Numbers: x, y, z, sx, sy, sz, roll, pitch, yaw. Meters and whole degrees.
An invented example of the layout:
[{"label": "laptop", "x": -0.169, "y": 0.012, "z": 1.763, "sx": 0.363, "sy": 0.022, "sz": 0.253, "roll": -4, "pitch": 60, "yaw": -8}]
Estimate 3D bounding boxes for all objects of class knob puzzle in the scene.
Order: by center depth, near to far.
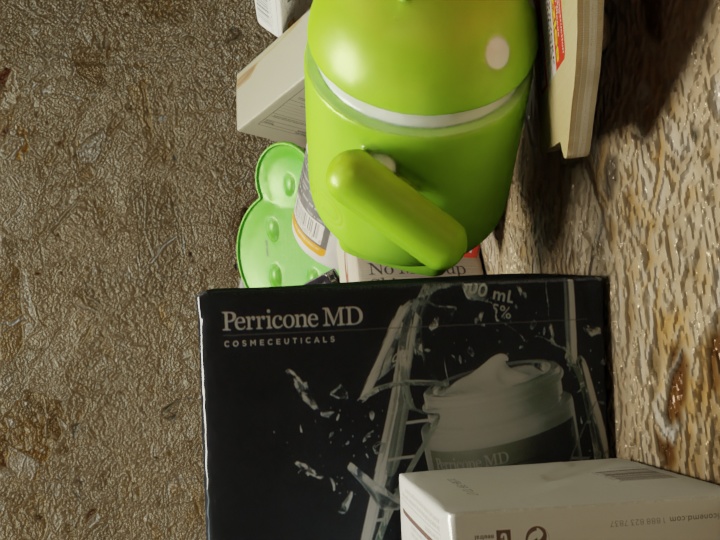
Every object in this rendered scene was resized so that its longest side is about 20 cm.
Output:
[{"label": "knob puzzle", "x": 0.091, "y": -0.149, "z": 0.383, "sx": 0.220, "sy": 0.030, "sz": 0.225, "roll": -5, "pitch": -90, "yaw": -84}]

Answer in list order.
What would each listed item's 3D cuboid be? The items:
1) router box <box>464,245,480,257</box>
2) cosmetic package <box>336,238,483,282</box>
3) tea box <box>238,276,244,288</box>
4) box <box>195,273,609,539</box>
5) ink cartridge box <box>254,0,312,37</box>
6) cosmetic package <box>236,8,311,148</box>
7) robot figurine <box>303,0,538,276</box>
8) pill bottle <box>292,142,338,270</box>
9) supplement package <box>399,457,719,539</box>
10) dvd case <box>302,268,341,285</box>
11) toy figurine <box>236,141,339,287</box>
[{"label": "router box", "x": 0.055, "y": -0.140, "z": 0.654, "sx": 0.201, "sy": 0.048, "sz": 0.182, "roll": -102, "pitch": 16, "yaw": -55}, {"label": "cosmetic package", "x": 0.041, "y": 0.036, "z": 0.689, "sx": 0.088, "sy": 0.101, "sz": 0.203, "roll": 100, "pitch": 165, "yaw": -52}, {"label": "tea box", "x": -0.060, "y": 0.123, "z": 1.179, "sx": 0.134, "sy": 0.192, "sz": 0.204, "roll": -88, "pitch": 0, "yaw": -63}, {"label": "box", "x": 0.018, "y": 0.105, "z": 0.480, "sx": 0.124, "sy": 0.195, "sz": 0.201, "roll": 169, "pitch": 98, "yaw": -82}, {"label": "ink cartridge box", "x": -0.035, "y": -0.357, "z": 0.900, "sx": 0.201, "sy": 0.043, "sz": 0.199, "roll": -51, "pitch": -11, "yaw": -15}, {"label": "cosmetic package", "x": -0.041, "y": -0.204, "z": 0.969, "sx": 0.199, "sy": 0.104, "sz": 0.073, "roll": -22, "pitch": 65, "yaw": 49}, {"label": "robot figurine", "x": 0.028, "y": -0.084, "z": 0.479, "sx": 0.202, "sy": 0.113, "sz": 0.177, "roll": 92, "pitch": -162, "yaw": -52}, {"label": "pill bottle", "x": 0.004, "y": -0.107, "z": 0.865, "sx": 0.118, "sy": 0.114, "sz": 0.202, "roll": -100, "pitch": 19, "yaw": -47}, {"label": "supplement package", "x": 0.079, "y": 0.183, "z": 0.353, "sx": 0.114, "sy": 0.107, "sz": 0.205, "roll": 145, "pitch": 123, "yaw": -82}, {"label": "dvd case", "x": -0.020, "y": 0.110, "z": 0.814, "sx": 0.148, "sy": 0.016, "sz": 0.203, "roll": -25, "pitch": 92, "yaw": 51}, {"label": "toy figurine", "x": -0.035, "y": -0.057, "z": 1.078, "sx": 0.183, "sy": 0.148, "sz": 0.205, "roll": -23, "pitch": -67, "yaw": -57}]
